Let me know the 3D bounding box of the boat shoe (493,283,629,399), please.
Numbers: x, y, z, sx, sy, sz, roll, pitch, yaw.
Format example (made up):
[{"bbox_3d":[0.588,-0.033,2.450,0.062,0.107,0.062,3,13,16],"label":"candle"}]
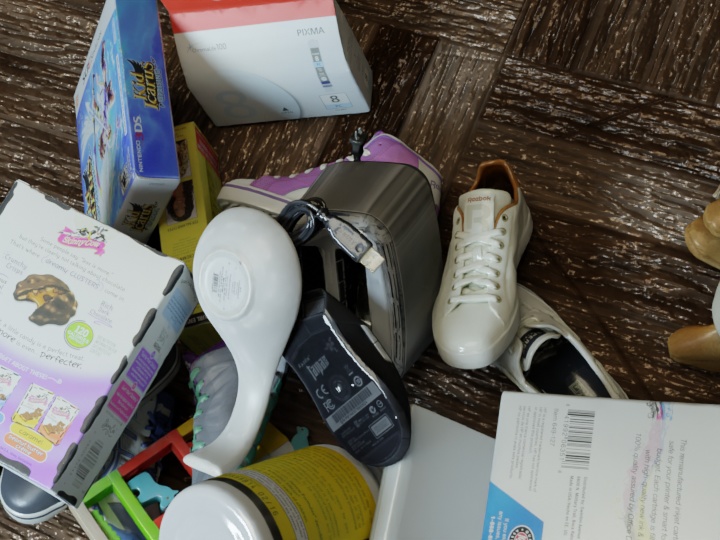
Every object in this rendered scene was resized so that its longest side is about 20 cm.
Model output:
[{"bbox_3d":[0.144,0.068,1.120,0.072,0.066,0.200,-39,62,-1],"label":"boat shoe"}]

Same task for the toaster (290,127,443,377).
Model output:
[{"bbox_3d":[0.000,0.000,1.113,0.112,0.203,0.129,4,25,18],"label":"toaster"}]

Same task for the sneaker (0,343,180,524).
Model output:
[{"bbox_3d":[-0.232,0.112,1.140,0.078,0.080,0.201,29,67,20],"label":"sneaker"}]

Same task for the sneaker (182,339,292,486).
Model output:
[{"bbox_3d":[-0.119,0.118,1.126,0.087,0.075,0.202,22,59,1],"label":"sneaker"}]

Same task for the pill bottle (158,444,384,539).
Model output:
[{"bbox_3d":[-0.048,0.195,1.049,0.110,0.199,0.113,7,101,37],"label":"pill bottle"}]

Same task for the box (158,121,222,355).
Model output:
[{"bbox_3d":[-0.149,-0.028,1.250,0.049,0.075,0.202,-15,64,8],"label":"box"}]

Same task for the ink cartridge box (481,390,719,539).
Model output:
[{"bbox_3d":[0.201,0.187,1.005,0.197,0.145,0.149,3,64,19],"label":"ink cartridge box"}]

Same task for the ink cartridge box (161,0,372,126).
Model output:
[{"bbox_3d":[-0.090,-0.201,1.229,0.158,0.200,0.048,-3,67,17],"label":"ink cartridge box"}]

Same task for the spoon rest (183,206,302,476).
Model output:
[{"bbox_3d":[-0.092,0.052,1.042,0.098,0.060,0.203,17,105,30],"label":"spoon rest"}]

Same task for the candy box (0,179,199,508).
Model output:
[{"bbox_3d":[-0.246,0.055,1.086,0.166,0.072,0.201,25,75,17],"label":"candy box"}]

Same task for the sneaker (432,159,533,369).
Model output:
[{"bbox_3d":[0.093,-0.012,1.117,0.072,0.085,0.201,-4,42,19],"label":"sneaker"}]

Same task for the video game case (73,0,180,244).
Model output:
[{"bbox_3d":[-0.217,-0.124,1.257,0.045,0.182,0.202,1,62,-23],"label":"video game case"}]

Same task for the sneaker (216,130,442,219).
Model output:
[{"bbox_3d":[-0.023,-0.075,1.235,0.198,0.073,0.116,12,68,11],"label":"sneaker"}]

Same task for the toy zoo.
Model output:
[{"bbox_3d":[-0.123,0.188,1.142,0.199,0.021,0.131,-33,71,-24],"label":"toy zoo"}]

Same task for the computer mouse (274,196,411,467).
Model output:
[{"bbox_3d":[-0.007,0.039,1.030,0.201,0.046,0.141,50,128,10],"label":"computer mouse"}]

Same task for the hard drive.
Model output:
[{"bbox_3d":[0.061,0.220,1.055,0.026,0.131,0.203,-12,60,50],"label":"hard drive"}]

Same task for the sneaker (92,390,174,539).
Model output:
[{"bbox_3d":[-0.199,0.142,1.195,0.087,0.075,0.202,-26,64,6],"label":"sneaker"}]

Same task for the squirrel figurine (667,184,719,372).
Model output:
[{"bbox_3d":[0.353,-0.018,1.071,0.197,0.142,0.189,14,62,7],"label":"squirrel figurine"}]
